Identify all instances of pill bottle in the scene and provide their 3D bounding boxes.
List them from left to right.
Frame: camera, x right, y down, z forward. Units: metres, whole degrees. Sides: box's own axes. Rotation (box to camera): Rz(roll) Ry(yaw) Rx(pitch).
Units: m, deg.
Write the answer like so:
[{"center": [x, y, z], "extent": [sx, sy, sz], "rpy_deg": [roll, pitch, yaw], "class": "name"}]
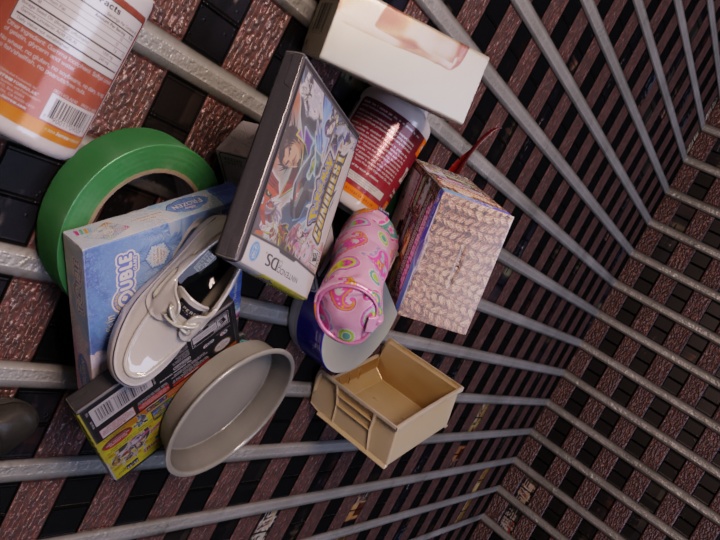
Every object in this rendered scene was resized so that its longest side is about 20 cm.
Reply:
[{"center": [-0.238, -0.204, 0.560], "extent": [0.203, 0.111, 0.112], "rpy_deg": [-60, 149, 3], "class": "pill bottle"}, {"center": [0.025, -0.175, 0.959], "extent": [0.202, 0.112, 0.113], "rpy_deg": [-58, 149, 0], "class": "pill bottle"}]

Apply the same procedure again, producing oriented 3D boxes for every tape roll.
[{"center": [-0.242, -0.049, 0.749], "extent": [0.199, 0.048, 0.203], "rpy_deg": [-36, 143, -31], "class": "tape roll"}]

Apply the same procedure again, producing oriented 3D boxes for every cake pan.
[{"center": [-0.166, 0.166, 0.862], "extent": [0.199, 0.037, 0.202], "rpy_deg": [-40, 154, -24], "class": "cake pan"}]

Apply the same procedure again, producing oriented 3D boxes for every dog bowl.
[{"center": [-0.021, 0.060, 1.132], "extent": [0.199, 0.078, 0.203], "rpy_deg": [-35, 142, -33], "class": "dog bowl"}]

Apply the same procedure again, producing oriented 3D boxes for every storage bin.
[{"center": [0.044, 0.226, 1.253], "extent": [0.198, 0.197, 0.096], "rpy_deg": [-18, 130, -47], "class": "storage bin"}]

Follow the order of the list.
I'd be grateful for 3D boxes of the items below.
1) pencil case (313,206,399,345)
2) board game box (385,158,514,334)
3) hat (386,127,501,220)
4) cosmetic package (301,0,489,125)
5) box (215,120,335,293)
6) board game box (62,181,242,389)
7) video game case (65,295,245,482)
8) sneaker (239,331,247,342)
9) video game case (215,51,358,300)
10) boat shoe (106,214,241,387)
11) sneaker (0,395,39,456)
[{"center": [0.000, 0.000, 0.846], "extent": [0.201, 0.085, 0.089], "rpy_deg": [-72, 174, -59], "class": "pencil case"}, {"center": [0.102, -0.039, 0.927], "extent": [0.095, 0.201, 0.163], "rpy_deg": [17, 108, -13], "class": "board game box"}, {"center": [0.107, -0.098, 1.034], "extent": [0.164, 0.173, 0.206], "rpy_deg": [-11, 96, -54], "class": "hat"}, {"center": [0.040, -0.258, 0.832], "extent": [0.196, 0.103, 0.089], "rpy_deg": [19, 103, -25], "class": "cosmetic package"}, {"center": [-0.098, -0.074, 0.863], "extent": [0.061, 0.114, 0.203], "rpy_deg": [-57, 153, -38], "class": "box"}, {"center": [-0.216, 0.024, 0.764], "extent": [0.197, 0.043, 0.204], "rpy_deg": [-25, 137, -41], "class": "board game box"}, {"center": [-0.221, 0.136, 0.800], "extent": [0.199, 0.025, 0.183], "rpy_deg": [-37, 153, -27], "class": "video game case"}, {"center": [-0.193, 0.117, 0.960], "extent": [0.092, 0.076, 0.201], "rpy_deg": [-62, 156, -25], "class": "sneaker"}, {"center": [-0.065, -0.085, 0.717], "extent": [0.181, 0.025, 0.205], "rpy_deg": [39, 68, -68], "class": "video game case"}, {"center": [-0.176, 0.032, 0.698], "extent": [0.201, 0.065, 0.072], "rpy_deg": [-51, 119, -14], "class": "boat shoe"}, {"center": [-0.409, 0.200, 0.689], "extent": [0.198, 0.090, 0.077], "rpy_deg": [-30, 138, -40], "class": "sneaker"}]
